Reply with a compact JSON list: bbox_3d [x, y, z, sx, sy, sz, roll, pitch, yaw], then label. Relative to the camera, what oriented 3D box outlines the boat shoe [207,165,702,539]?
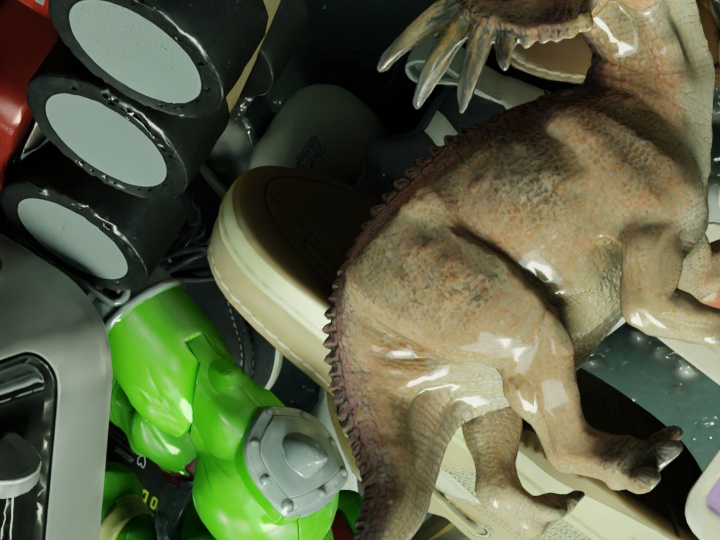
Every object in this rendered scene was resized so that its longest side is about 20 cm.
[{"bbox_3d":[0.023,0.043,0.722,0.065,0.072,0.200,-37,125,28],"label":"boat shoe"}]

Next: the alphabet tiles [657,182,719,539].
[{"bbox_3d":[0.184,0.020,0.680,0.195,0.015,0.200,38,100,22],"label":"alphabet tiles"}]

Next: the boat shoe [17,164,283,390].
[{"bbox_3d":[-0.081,-0.018,0.804,0.074,0.062,0.200,-5,133,20],"label":"boat shoe"}]

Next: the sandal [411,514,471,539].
[{"bbox_3d":[0.008,0.132,0.846,0.054,0.200,0.080,55,163,23],"label":"sandal"}]

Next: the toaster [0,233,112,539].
[{"bbox_3d":[-0.188,0.044,0.644,0.200,0.181,0.119,29,119,31],"label":"toaster"}]

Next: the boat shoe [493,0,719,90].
[{"bbox_3d":[0.118,-0.082,0.671,0.199,0.068,0.072,-10,131,27],"label":"boat shoe"}]

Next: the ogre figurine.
[{"bbox_3d":[-0.050,0.079,0.722,0.120,0.098,0.201,32,117,37],"label":"ogre figurine"}]

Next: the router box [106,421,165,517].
[{"bbox_3d":[-0.135,0.065,0.845,0.149,0.062,0.200,1,152,33],"label":"router box"}]

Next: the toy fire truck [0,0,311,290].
[{"bbox_3d":[-0.115,-0.092,0.604,0.200,0.129,0.176,32,155,-1],"label":"toy fire truck"}]

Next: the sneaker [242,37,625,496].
[{"bbox_3d":[0.000,0.000,0.783,0.129,0.080,0.199,34,134,-15],"label":"sneaker"}]

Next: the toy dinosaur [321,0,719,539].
[{"bbox_3d":[0.039,-0.012,0.637,0.136,0.200,0.086,43,174,-3],"label":"toy dinosaur"}]
